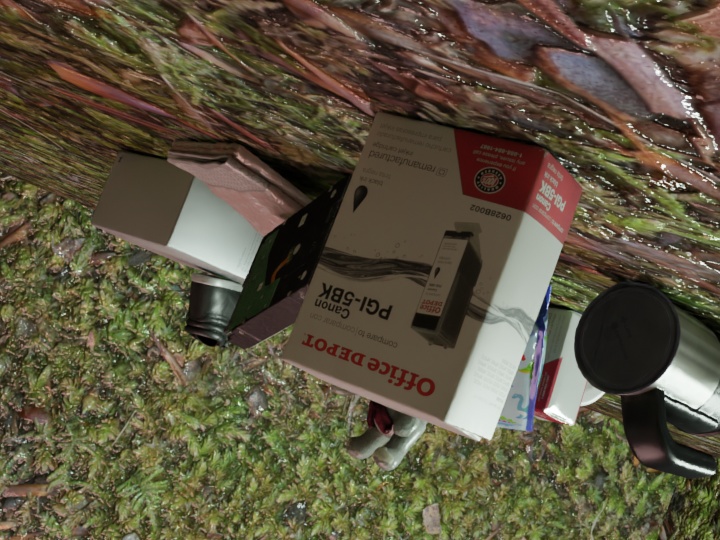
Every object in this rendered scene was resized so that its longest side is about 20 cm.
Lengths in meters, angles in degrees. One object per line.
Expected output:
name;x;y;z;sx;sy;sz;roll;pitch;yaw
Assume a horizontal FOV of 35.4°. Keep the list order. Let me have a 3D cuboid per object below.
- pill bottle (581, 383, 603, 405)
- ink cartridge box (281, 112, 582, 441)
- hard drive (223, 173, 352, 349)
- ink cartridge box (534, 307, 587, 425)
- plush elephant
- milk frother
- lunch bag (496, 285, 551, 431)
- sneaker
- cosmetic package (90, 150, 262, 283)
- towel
pill bottle;0.291;0.139;1.741;0.114;0.114;0.200;23;174;-19
ink cartridge box;0.051;0.003;0.813;0.147;0.200;0.083;17;173;32
hard drive;-0.067;-0.004;1.175;0.038;0.140;0.200;32;148;-20
ink cartridge box;0.220;0.122;1.585;0.200;0.148;0.086;8;168;45
plush elephant;0.034;0.174;1.660;0.155;0.200;0.165;50;172;-11
milk frother;0.356;0.099;1.135;0.200;0.181;0.188;-34;141;28
lunch bag;0.140;0.108;1.386;0.170;0.200;0.127;8;-148;10
sneaker;-0.194;0.064;1.649;0.071;0.099;0.200;14;178;26
cosmetic package;-0.238;-0.071;1.611;0.199;0.123;0.200;15;171;46
towel;-0.118;-0.083;1.308;0.191;0.032;0.200;38;168;-28
